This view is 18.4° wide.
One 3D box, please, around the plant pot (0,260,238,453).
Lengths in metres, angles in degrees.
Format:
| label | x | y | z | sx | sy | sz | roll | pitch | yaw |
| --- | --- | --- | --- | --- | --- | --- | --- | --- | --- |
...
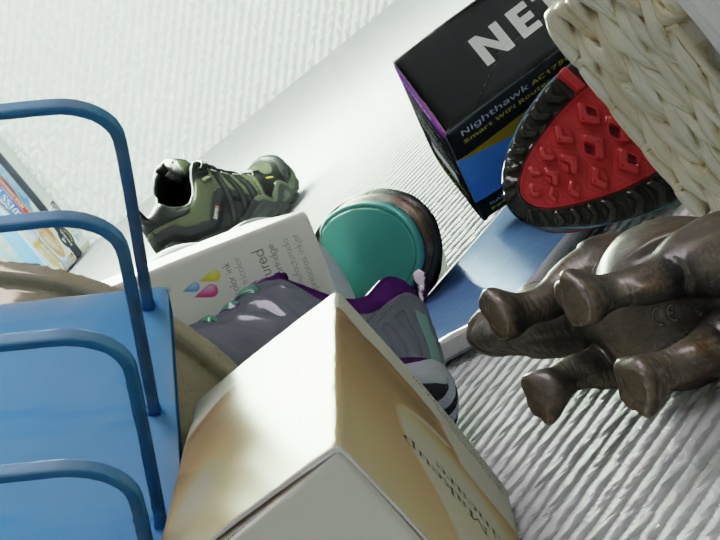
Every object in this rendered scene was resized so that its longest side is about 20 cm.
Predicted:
| label | x | y | z | sx | sy | sz | roll | pitch | yaw |
| --- | --- | --- | --- | --- | --- | --- | --- | --- | --- |
| plant pot | -0.139 | 0.131 | 0.816 | 0.200 | 0.200 | 0.184 | -32 | 22 | 36 |

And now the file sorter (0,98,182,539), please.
| label | x | y | z | sx | sy | sz | roll | pitch | yaw |
| --- | --- | --- | --- | --- | --- | --- | --- | --- | --- |
| file sorter | -0.129 | 0.061 | 0.690 | 0.139 | 0.123 | 0.200 | -7 | 52 | -2 |

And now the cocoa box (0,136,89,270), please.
| label | x | y | z | sx | sy | sz | roll | pitch | yaw |
| --- | --- | --- | --- | --- | --- | --- | --- | --- | --- |
| cocoa box | -0.476 | -0.052 | 2.875 | 0.133 | 0.200 | 0.131 | -34 | 11 | 23 |

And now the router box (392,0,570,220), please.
| label | x | y | z | sx | sy | sz | roll | pitch | yaw |
| --- | --- | --- | --- | --- | --- | --- | --- | --- | --- |
| router box | 0.118 | -0.121 | 1.115 | 0.200 | 0.051 | 0.149 | -37 | -18 | 0 |

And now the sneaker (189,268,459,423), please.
| label | x | y | z | sx | sy | sz | roll | pitch | yaw |
| --- | --- | --- | --- | --- | --- | --- | --- | --- | --- |
| sneaker | -0.062 | 0.045 | 0.934 | 0.200 | 0.074 | 0.088 | -3 | 48 | -6 |

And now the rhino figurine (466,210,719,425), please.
| label | x | y | z | sx | sy | sz | roll | pitch | yaw |
| --- | --- | --- | --- | --- | --- | --- | --- | --- | --- |
| rhino figurine | 0.092 | 0.015 | 0.790 | 0.087 | 0.060 | 0.200 | -21 | 3 | -17 |

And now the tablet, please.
| label | x | y | z | sx | sy | sz | roll | pitch | yaw |
| --- | --- | --- | --- | --- | --- | --- | --- | --- | --- |
| tablet | 0.080 | -0.010 | 1.112 | 0.130 | 0.014 | 0.200 | -30 | 12 | 45 |

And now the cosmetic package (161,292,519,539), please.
| label | x | y | z | sx | sy | sz | roll | pitch | yaw |
| --- | --- | --- | --- | --- | --- | --- | --- | --- | --- |
| cosmetic package | -0.002 | 0.084 | 0.703 | 0.071 | 0.105 | 0.200 | -39 | 11 | 7 |

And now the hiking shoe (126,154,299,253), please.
| label | x | y | z | sx | sy | sz | roll | pitch | yaw |
| --- | --- | --- | --- | --- | --- | --- | --- | --- | --- |
| hiking shoe | -0.122 | -0.065 | 1.881 | 0.076 | 0.101 | 0.200 | -32 | 11 | 32 |

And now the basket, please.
| label | x | y | z | sx | sy | sz | roll | pitch | yaw |
| --- | --- | --- | --- | --- | --- | --- | --- | --- | --- |
| basket | 0.186 | -0.121 | 0.866 | 0.200 | 0.136 | 0.123 | -43 | 8 | -26 |

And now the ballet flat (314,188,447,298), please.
| label | x | y | z | sx | sy | sz | roll | pitch | yaw |
| --- | --- | --- | --- | --- | --- | --- | --- | --- | --- |
| ballet flat | 0.000 | 0.000 | 1.205 | 0.068 | 0.068 | 0.200 | -19 | -8 | -37 |

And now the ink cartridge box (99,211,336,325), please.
| label | x | y | z | sx | sy | sz | roll | pitch | yaw |
| --- | --- | --- | --- | --- | --- | --- | --- | --- | --- |
| ink cartridge box | -0.101 | 0.062 | 0.979 | 0.200 | 0.116 | 0.067 | -23 | 6 | -16 |

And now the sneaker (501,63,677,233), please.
| label | x | y | z | sx | sy | sz | roll | pitch | yaw |
| --- | --- | --- | --- | --- | --- | --- | --- | --- | --- |
| sneaker | 0.146 | -0.076 | 1.055 | 0.200 | 0.079 | 0.096 | -37 | -9 | -16 |

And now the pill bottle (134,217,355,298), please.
| label | x | y | z | sx | sy | sz | roll | pitch | yaw |
| --- | --- | --- | --- | --- | --- | --- | --- | --- | --- |
| pill bottle | -0.101 | 0.054 | 1.182 | 0.200 | 0.116 | 0.116 | -32 | 12 | 39 |
